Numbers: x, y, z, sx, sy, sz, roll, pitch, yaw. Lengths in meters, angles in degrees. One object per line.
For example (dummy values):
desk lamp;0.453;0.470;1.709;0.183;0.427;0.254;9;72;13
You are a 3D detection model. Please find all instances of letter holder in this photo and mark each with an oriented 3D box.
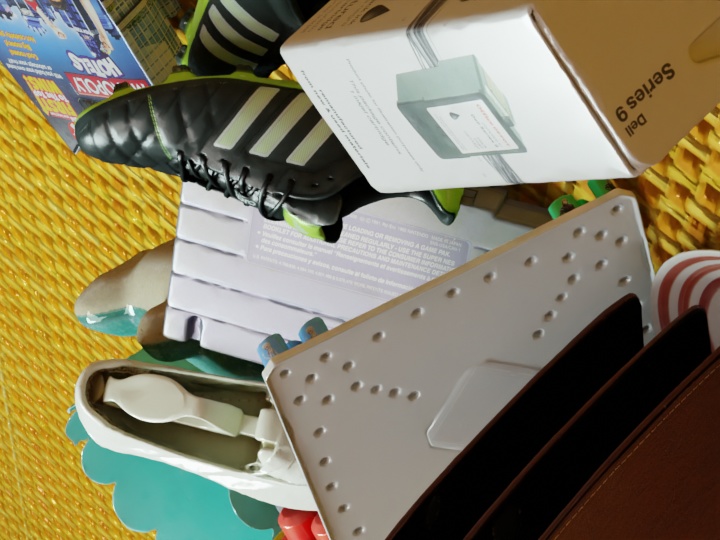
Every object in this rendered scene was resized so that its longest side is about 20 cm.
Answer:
letter holder;0.103;0.097;1.354;0.100;0.200;0.142;32;154;31

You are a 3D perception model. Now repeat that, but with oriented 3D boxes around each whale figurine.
whale figurine;-0.068;0.026;1.640;0.199;0.159;0.104;-5;109;39

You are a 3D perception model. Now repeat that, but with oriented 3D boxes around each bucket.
bucket;-0.074;0.112;1.837;0.207;0.135;0.208;36;156;19

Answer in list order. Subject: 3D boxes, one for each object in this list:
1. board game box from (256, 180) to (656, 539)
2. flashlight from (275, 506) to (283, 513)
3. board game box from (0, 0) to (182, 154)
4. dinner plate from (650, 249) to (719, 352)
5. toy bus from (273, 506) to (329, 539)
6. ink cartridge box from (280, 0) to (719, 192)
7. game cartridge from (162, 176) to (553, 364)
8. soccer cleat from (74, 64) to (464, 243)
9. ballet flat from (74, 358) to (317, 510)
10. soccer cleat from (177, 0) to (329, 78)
board game box;0.061;0.062;1.449;0.026;0.199;0.200;58;172;43
flashlight;0.004;0.096;1.646;0.068;0.067;0.200;62;153;12
board game box;-0.167;-0.154;1.642;0.200;0.062;0.200;15;144;51
dinner plate;0.221;0.061;1.377;0.200;0.024;0.201;37;155;20
toy bus;0.002;0.194;1.629;0.199;0.136;0.192;3;134;49
ink cartridge box;0.082;-0.109;1.171;0.084;0.146;0.200;54;156;-18
game cartridge;0.000;0.000;1.500;0.199;0.038;0.130;16;115;10
soccer cleat;-0.044;-0.056;1.432;0.199;0.082;0.068;-1;162;3
ballet flat;-0.063;0.085;1.541;0.199;0.070;0.070;11;147;13
soccer cleat;-0.044;-0.129;1.450;0.081;0.068;0.200;27;155;6
